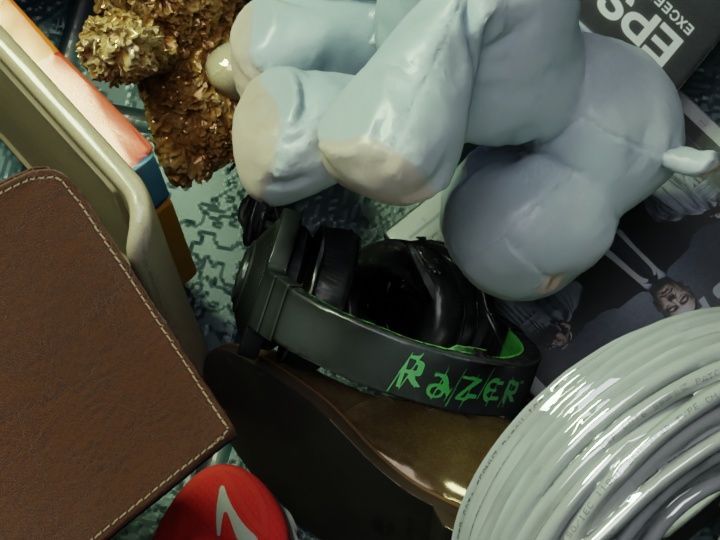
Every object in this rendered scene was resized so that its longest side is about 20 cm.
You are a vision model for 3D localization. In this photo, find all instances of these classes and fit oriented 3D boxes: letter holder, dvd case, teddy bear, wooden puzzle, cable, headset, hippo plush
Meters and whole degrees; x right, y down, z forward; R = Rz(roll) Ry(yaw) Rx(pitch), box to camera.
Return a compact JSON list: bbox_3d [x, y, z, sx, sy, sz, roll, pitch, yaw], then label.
[{"bbox_3d":[-0.177,0.066,0.848,0.200,0.101,0.142,-39,104,-28],"label":"letter holder"},{"bbox_3d":[0.128,0.007,0.973,0.150,0.025,0.200,-38,61,-7],"label":"dvd case"},{"bbox_3d":[-0.086,-0.136,0.941,0.067,0.145,0.200,-17,98,20],"label":"teddy bear"},{"bbox_3d":[-0.128,-0.057,0.958,0.037,0.185,0.200,-35,70,-10],"label":"wooden puzzle"},{"bbox_3d":[0.132,0.112,0.869,0.200,0.200,0.069,-49,39,2],"label":"cable"},{"bbox_3d":[0.000,0.000,0.940,0.200,0.123,0.094,33,107,54],"label":"headset"},{"bbox_3d":[0.053,-0.080,0.909,0.200,0.161,0.159,-54,38,-4],"label":"hippo plush"}]

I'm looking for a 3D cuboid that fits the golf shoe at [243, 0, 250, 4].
[{"bbox_3d":[-0.134,-0.184,1.046,0.200,0.078,0.097,20,104,6],"label":"golf shoe"}]

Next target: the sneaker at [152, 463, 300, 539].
[{"bbox_3d":[-0.078,0.147,0.905,0.077,0.085,0.200,-2,40,20],"label":"sneaker"}]

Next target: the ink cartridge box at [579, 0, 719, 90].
[{"bbox_3d":[0.086,-0.168,0.980,0.198,0.043,0.200,41,78,-7],"label":"ink cartridge box"}]

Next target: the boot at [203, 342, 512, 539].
[{"bbox_3d":[0.020,0.085,0.965,0.200,0.074,0.075,32,50,19],"label":"boot"}]
